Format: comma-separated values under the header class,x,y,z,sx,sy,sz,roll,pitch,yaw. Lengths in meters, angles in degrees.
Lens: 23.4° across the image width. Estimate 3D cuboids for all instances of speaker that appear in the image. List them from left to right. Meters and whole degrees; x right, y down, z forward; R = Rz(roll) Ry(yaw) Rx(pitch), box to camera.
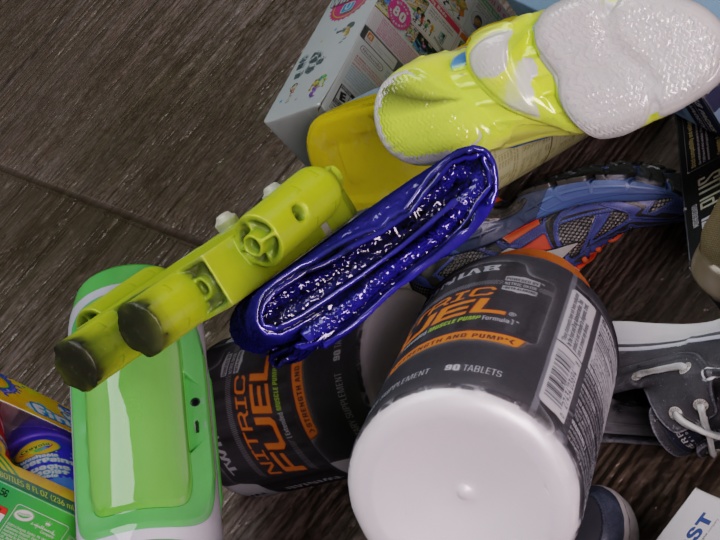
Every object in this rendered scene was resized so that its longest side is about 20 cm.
class,x,y,z,sx,sy,sz,roll,pitch,yaw
speaker,-0.129,0.099,1.038,0.088,0.088,0.201,-27,53,27

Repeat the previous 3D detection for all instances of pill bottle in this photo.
class,x,y,z,sx,sy,sz,roll,pitch,yaw
pill bottle,-0.037,0.084,1.095,0.199,0.106,0.107,-18,38,38
pill bottle,0.067,0.060,0.842,0.106,0.107,0.200,-29,13,24

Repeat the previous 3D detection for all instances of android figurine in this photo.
class,x,y,z,sx,sy,sz,roll,pitch,yaw
android figurine,-0.079,-0.003,0.965,0.182,0.041,0.200,-28,8,44

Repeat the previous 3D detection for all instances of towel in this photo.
class,x,y,z,sx,sy,sz,roll,pitch,yaw
towel,0.000,0.000,0.942,0.147,0.050,0.200,-35,2,-9

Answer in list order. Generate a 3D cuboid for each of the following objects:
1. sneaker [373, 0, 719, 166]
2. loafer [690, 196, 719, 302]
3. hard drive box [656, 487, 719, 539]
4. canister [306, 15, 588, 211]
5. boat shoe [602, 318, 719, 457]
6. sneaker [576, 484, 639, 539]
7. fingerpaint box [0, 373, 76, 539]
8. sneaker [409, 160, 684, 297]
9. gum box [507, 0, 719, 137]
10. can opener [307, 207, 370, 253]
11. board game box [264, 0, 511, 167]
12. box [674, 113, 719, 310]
class,x,y,z,sx,sy,sz,roll,pitch,yaw
sneaker,0.109,-0.107,0.948,0.199,0.076,0.105,-8,5,25
loafer,0.256,-0.009,0.812,0.199,0.068,0.076,6,29,12
hard drive box,0.176,0.197,0.713,0.156,0.077,0.200,-50,29,-13
canister,0.080,-0.103,1.129,0.148,0.087,0.200,-6,19,46
boat shoe,0.176,0.065,0.890,0.199,0.072,0.068,-2,47,53
sneaker,0.038,0.162,0.849,0.202,0.146,0.077,-45,43,0
fingerpaint box,-0.202,0.145,1.111,0.074,0.199,0.167,-54,27,9
sneaker,0.117,-0.017,1.078,0.199,0.079,0.075,-15,7,26
gum box,0.201,-0.177,1.000,0.170,0.045,0.200,-45,37,-4
can opener,-0.014,0.010,1.146,0.067,0.054,0.200,-21,-10,-31
board game box,0.035,-0.134,1.248,0.064,0.148,0.201,-13,40,45
box,0.262,-0.070,0.943,0.163,0.086,0.201,-27,33,25
